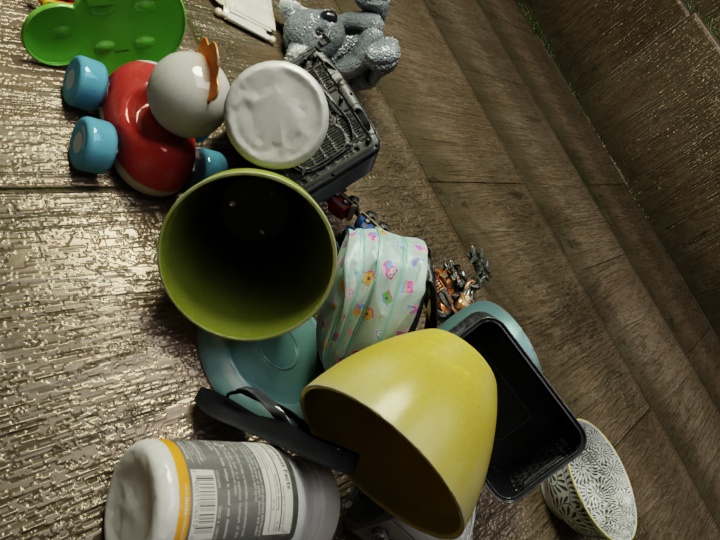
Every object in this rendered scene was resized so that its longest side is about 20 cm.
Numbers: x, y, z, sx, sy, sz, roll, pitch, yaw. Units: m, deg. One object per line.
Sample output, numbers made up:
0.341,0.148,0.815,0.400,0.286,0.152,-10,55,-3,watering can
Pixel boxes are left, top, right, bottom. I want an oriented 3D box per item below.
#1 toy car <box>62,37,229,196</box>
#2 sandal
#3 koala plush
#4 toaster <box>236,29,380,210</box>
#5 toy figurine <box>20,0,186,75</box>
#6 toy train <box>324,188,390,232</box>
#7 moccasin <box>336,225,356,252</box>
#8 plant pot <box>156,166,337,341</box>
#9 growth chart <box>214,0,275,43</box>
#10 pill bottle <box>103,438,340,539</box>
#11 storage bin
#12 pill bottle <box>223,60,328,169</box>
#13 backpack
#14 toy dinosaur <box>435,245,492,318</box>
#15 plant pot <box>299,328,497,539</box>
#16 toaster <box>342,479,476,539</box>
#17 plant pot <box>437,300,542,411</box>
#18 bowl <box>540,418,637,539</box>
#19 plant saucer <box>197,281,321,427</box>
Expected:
-0.217,-0.206,0.753,0.183,0.199,0.178,9,55,-46,toy car
-0.083,0.154,0.654,0.076,0.199,0.043,41,66,-58,sandal
-0.056,-0.426,1.184,0.198,0.184,0.179,-2,74,-27,koala plush
-0.078,-0.199,0.919,0.182,0.199,0.119,57,-5,4,toaster
-0.353,-0.359,0.814,0.199,0.151,0.185,-21,63,-29,toy figurine
-0.029,-0.103,0.983,0.200,0.034,0.046,42,42,20,toy train
0.000,0.000,0.949,0.080,0.069,0.200,19,24,-22,moccasin
-0.126,-0.046,0.754,0.187,0.187,0.200,41,12,-18,plant pot
-0.211,-0.499,1.153,0.144,0.018,0.201,21,47,-38,growth chart
-0.122,0.221,0.596,0.199,0.116,0.117,17,50,-42,pill bottle
0.167,0.166,0.802,0.201,0.135,0.094,53,3,1,storage bin
-0.097,-0.176,0.749,0.112,0.112,0.200,47,3,-12,pill bottle
0.014,0.049,0.762,0.125,0.201,0.167,10,33,-16,backpack
0.169,0.041,1.127,0.201,0.101,0.136,55,46,-32,toy dinosaur
0.058,0.144,0.646,0.200,0.200,0.142,51,59,-6,plant pot
0.070,0.268,0.789,0.129,0.113,0.200,49,33,-15,toaster
0.153,0.160,0.929,0.134,0.200,0.201,-18,74,-20,plant pot
0.368,0.364,1.073,0.200,0.094,0.202,30,42,-31,bowl
-0.108,0.097,0.789,0.199,0.027,0.201,30,42,-31,plant saucer
